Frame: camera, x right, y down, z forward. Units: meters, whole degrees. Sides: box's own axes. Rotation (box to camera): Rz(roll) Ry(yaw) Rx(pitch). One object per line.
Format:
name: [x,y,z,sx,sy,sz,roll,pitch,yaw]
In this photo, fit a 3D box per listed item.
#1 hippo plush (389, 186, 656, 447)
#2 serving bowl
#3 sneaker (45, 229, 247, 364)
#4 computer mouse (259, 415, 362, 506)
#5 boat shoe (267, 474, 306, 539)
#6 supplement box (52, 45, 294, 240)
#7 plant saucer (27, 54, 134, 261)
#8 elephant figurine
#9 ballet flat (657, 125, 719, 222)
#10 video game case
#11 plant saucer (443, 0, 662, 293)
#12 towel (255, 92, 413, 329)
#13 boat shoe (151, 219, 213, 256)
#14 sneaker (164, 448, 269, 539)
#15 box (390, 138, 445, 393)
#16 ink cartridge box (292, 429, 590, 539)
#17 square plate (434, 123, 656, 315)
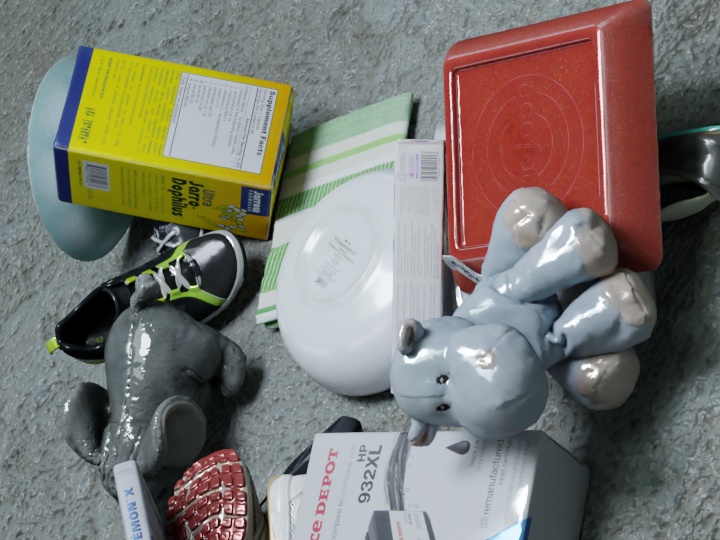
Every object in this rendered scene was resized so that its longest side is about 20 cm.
hippo plush: [0.091,0.036,1.510,0.200,0.161,0.160,14,117,39]
serving bowl: [0.000,0.000,1.771,0.200,0.066,0.200,-23,54,34]
sneaker: [-0.192,0.031,1.924,0.200,0.083,0.072,-32,78,13]
computer mouse: [-0.064,0.190,1.768,0.200,0.034,0.059,-44,4,27]
boat shoe: [-0.031,0.250,1.664,0.069,0.071,0.200,-9,65,7]
supplement box: [-0.169,-0.115,1.942,0.110,0.200,0.109,100,-179,-65]
plant saucer: [-0.251,-0.109,2.062,0.039,0.201,0.201,-1,63,24]
elephant figurine: [-0.184,0.138,1.839,0.141,0.155,0.200,-34,30,54]
ballet flat: [0.207,-0.071,1.625,0.200,0.068,0.069,-2,74,47]
video game case: [-0.147,0.278,1.682,0.022,0.200,0.182,-17,45,-2]
plant saucer: [0.132,-0.091,1.595,0.200,0.037,0.200,-8,82,44]
towel: [-0.021,-0.051,1.897,0.152,0.023,0.200,-17,52,40]
boat shoe: [-0.164,-0.031,2.000,0.072,0.068,0.200,-7,61,45]
sneaker: [-0.102,0.240,1.716,0.078,0.082,0.200,-19,64,21]
box: [0.045,-0.003,1.674,0.039,0.041,0.200,-63,-27,-79]
ink cartridge box: [0.053,0.197,1.565,0.200,0.084,0.145,-4,63,34]
square plate: [0.132,-0.039,1.636,0.200,0.028,0.199,-15,76,44]
